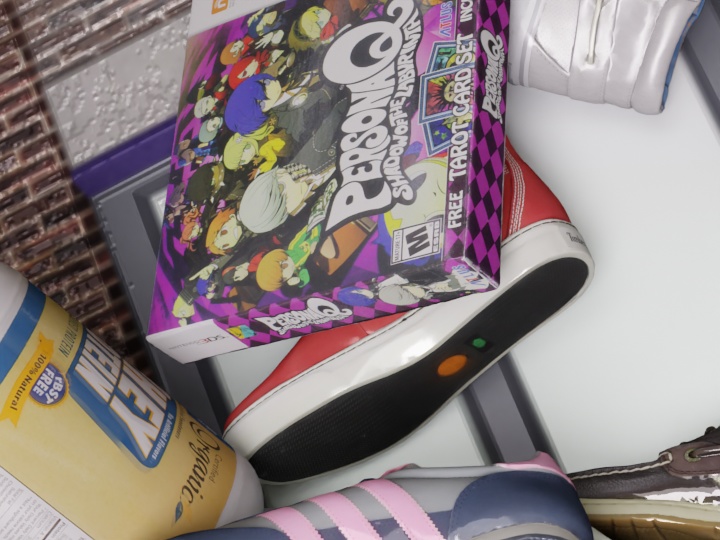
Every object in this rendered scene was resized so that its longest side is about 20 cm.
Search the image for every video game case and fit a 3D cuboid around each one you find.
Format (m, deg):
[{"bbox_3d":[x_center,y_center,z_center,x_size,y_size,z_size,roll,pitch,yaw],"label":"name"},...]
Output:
[{"bbox_3d":[-0.013,-0.067,0.889,0.180,0.036,0.202,-14,58,33],"label":"video game case"}]

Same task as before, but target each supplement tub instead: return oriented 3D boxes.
[{"bbox_3d":[-0.134,0.108,0.835,0.200,0.145,0.145,41,90,-16],"label":"supplement tub"}]

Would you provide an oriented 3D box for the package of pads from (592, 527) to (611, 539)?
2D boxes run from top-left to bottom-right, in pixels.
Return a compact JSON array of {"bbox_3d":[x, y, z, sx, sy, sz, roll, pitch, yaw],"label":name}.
[{"bbox_3d":[0.115,0.212,0.771,0.199,0.068,0.155,30,62,10],"label":"package of pads"}]

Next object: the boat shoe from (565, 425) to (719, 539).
[{"bbox_3d":[0.169,0.100,0.830,0.198,0.073,0.065,-1,56,17],"label":"boat shoe"}]

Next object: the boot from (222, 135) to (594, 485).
[{"bbox_3d":[0.000,0.000,0.909,0.199,0.072,0.145,-37,57,11],"label":"boot"}]

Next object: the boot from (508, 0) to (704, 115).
[{"bbox_3d":[0.139,-0.175,0.909,0.095,0.074,0.202,18,91,14],"label":"boot"}]

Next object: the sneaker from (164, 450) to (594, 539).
[{"bbox_3d":[-0.004,0.117,0.769,0.198,0.071,0.082,-5,31,5],"label":"sneaker"}]
